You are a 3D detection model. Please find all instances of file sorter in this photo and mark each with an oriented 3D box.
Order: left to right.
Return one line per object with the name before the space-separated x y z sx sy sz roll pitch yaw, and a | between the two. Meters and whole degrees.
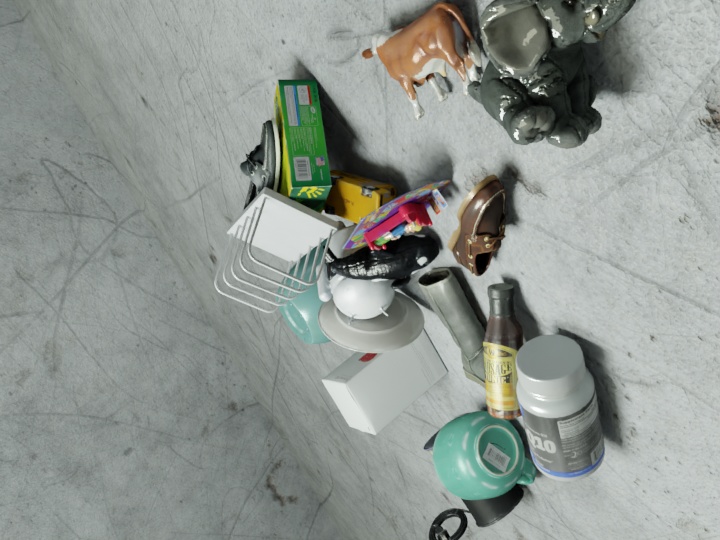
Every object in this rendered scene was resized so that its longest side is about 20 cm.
file sorter | -0.149 -0.024 1.295 0.137 0.126 0.199 23 154 -19

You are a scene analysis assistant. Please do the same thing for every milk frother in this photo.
milk frother | 0.186 0.426 1.533 0.189 0.199 0.181 54 161 3

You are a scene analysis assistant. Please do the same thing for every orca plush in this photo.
orca plush | 0.026 -0.033 1.256 0.196 0.107 0.071 5 160 21

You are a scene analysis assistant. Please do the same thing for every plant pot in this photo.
plant pot | -0.079 0.057 1.604 0.200 0.160 0.202 43 155 25

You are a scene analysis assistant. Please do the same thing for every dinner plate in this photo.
dinner plate | 0.020 0.079 1.398 0.199 0.198 0.025 34 136 40

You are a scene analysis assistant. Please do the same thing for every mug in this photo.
mug | 0.236 0.331 1.396 0.114 0.182 0.155 -44 60 61

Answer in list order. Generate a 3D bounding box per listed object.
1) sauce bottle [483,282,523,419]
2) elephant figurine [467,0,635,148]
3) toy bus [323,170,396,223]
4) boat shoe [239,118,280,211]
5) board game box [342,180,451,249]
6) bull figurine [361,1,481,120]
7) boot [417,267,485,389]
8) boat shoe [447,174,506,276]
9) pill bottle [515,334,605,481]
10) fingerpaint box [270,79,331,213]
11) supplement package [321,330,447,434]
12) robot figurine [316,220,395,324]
sauce bottle | 0.217 0.122 1.163 0.066 0.065 0.204 12 112 58
elephant figurine | 0.188 -0.235 0.745 0.143 0.152 0.203 -84 -6 -53
toy bus | -0.005 -0.122 1.299 0.199 0.077 0.066 24 116 51
boat shoe | -0.173 -0.168 1.304 0.201 0.065 0.075 102 161 -47
board game box | 0.060 -0.065 1.153 0.039 0.156 0.200 62 158 10
bull figurine | 0.078 -0.266 0.970 0.122 0.065 0.199 56 160 -12
boot | 0.186 0.094 1.262 0.181 0.072 0.203 4 118 60
boat shoe | 0.172 -0.057 1.063 0.071 0.070 0.201 54 167 19
pill bottle | 0.290 0.200 1.120 0.113 0.113 0.202 26 144 49
fingerpaint box | -0.106 -0.195 1.316 0.167 0.072 0.204 119 144 -65
supplement package | 0.047 0.207 1.505 0.121 0.199 0.121 58 156 -12
robot figurine | 0.000 0.000 1.363 0.113 0.167 0.203 50 -154 -54
